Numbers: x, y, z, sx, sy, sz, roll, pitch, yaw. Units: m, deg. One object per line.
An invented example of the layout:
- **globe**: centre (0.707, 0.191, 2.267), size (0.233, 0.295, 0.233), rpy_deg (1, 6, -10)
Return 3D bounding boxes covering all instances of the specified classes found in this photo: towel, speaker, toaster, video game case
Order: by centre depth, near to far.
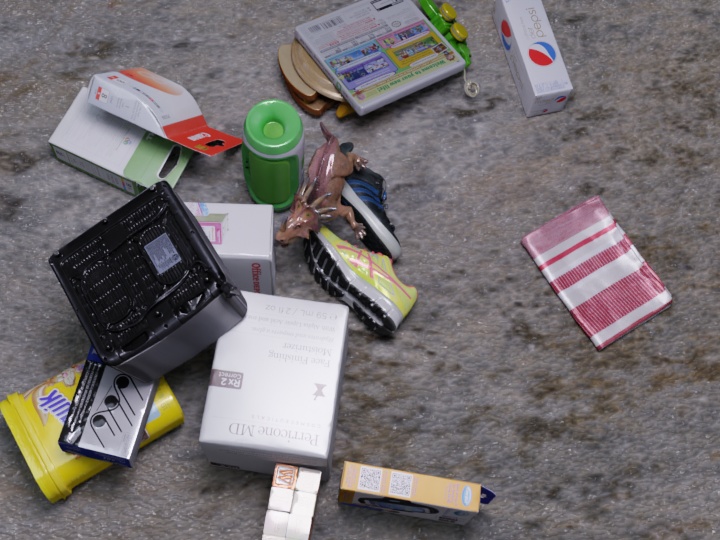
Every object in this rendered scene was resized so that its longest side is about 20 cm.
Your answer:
- **toaster**: centre (-0.251, 0.021, 1.241), size (0.180, 0.119, 0.201), rpy_deg (-35, 67, -1)
- **speaker**: centre (-0.121, -0.157, 1.430), size (0.088, 0.200, 0.089), rpy_deg (1, 68, -3)
- **towel**: centre (0.347, 0.000, 1.494), size (0.143, 0.023, 0.201), rpy_deg (-29, 73, -13)
- **video game case**: centre (0.030, -0.336, 1.540), size (0.199, 0.022, 0.182), rpy_deg (-27, 66, -24)

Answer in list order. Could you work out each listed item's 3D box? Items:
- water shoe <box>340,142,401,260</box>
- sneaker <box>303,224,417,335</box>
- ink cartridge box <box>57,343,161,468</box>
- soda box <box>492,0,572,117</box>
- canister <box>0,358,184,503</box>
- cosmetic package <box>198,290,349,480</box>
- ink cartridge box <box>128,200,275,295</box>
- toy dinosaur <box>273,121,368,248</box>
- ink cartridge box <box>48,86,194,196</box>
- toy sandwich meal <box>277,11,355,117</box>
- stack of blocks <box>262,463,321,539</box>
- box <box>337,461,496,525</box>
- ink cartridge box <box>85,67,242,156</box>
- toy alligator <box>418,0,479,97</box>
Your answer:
- **water shoe**: centre (0.011, -0.108, 1.489), size (0.079, 0.072, 0.200), rpy_deg (-33, 75, -18)
- **sneaker**: centre (0.000, 0.000, 1.452), size (0.200, 0.078, 0.090), rpy_deg (46, 58, 12)
- **ink cartridge box**: centre (-0.307, 0.141, 1.298), size (0.093, 0.044, 0.201), rpy_deg (14, 64, 0)
- **soda box**: centre (0.268, -0.348, 1.600), size (0.063, 0.068, 0.202), rpy_deg (-11, 70, -8)
- **canister**: centre (-0.351, 0.189, 1.344), size (0.199, 0.087, 0.149), rpy_deg (-30, 72, -15)
- **cosmetic package**: centre (-0.107, 0.154, 1.328), size (0.163, 0.165, 0.202), rpy_deg (7, 68, 1)
- **ink cartridge box**: centre (-0.215, -0.025, 1.402), size (0.198, 0.145, 0.085), rpy_deg (3, 65, -2)
- **toy dinosaur**: centre (-0.051, -0.121, 1.395), size (0.085, 0.135, 0.202), rpy_deg (1, 78, 23)
- **ink cartridge box**: centre (-0.344, -0.179, 1.500), size (0.199, 0.059, 0.104), rpy_deg (24, 69, 6)
- **toy sandwich meal**: centre (-0.023, -0.316, 1.574), size (0.203, 0.070, 0.207), rpy_deg (4, 58, -7)
- **stack of blocks**: centre (-0.095, 0.356, 1.278), size (0.058, 0.115, 0.202), rpy_deg (10, 69, 1)
- **box**: centre (0.071, 0.291, 1.311), size (0.198, 0.119, 0.042), rpy_deg (11, 68, 2)
- **ink cartridge box**: centre (-0.273, -0.234, 1.477), size (0.199, 0.162, 0.050), rpy_deg (22, 108, 7)
- **toy alligator**: centre (0.150, -0.353, 1.605), size (0.054, 0.059, 0.201), rpy_deg (-4, 62, -49)
